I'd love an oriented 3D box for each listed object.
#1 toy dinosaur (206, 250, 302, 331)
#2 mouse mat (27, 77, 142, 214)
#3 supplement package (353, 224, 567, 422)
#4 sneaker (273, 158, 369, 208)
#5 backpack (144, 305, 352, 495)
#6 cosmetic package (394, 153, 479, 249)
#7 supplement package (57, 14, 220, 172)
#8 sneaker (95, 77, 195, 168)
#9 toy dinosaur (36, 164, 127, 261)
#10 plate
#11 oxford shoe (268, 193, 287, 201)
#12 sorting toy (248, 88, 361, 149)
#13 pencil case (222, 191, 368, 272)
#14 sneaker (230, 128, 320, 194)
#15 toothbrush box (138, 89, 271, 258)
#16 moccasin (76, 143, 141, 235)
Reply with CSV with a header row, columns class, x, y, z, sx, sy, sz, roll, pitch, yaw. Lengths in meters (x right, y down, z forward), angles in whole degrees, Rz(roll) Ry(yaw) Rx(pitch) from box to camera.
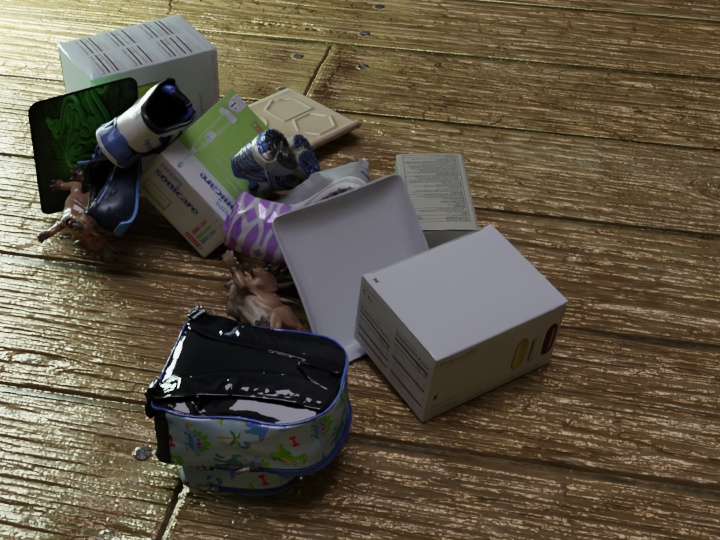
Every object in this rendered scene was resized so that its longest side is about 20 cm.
class,x,y,z,sx,sy,sz,roll,pitch,yaw
toy dinosaur,-0.115,0.056,1.471,0.135,0.086,0.201,13,36,-52
mouse mat,-0.386,-0.174,1.686,0.160,0.201,0.008,-21,49,-26
supplement package,0.118,0.059,1.427,0.199,0.112,0.156,-21,50,-26
sneaker,-0.061,-0.090,1.607,0.199,0.075,0.082,-17,37,33
backpack,-0.109,0.148,1.291,0.198,0.148,0.184,4,35,11
cosmetic package,0.102,-0.076,1.649,0.102,0.088,0.201,1,35,-2
supplement package,-0.329,-0.255,1.801,0.198,0.193,0.147,-20,40,-24
sneaker,-0.264,-0.209,1.605,0.115,0.081,0.200,-28,13,23
toy dinosaur,-0.362,-0.081,1.660,0.134,0.087,0.200,18,36,23
plate,0.000,0.000,1.499,0.198,0.202,0.032,-22,1,-26
oxford shoe,-0.050,-0.062,1.665,0.198,0.072,0.073,14,0,32
sorting toy,-0.126,-0.225,1.902,0.184,0.037,0.199,-30,41,-34
pencil case,-0.082,-0.036,1.553,0.198,0.085,0.085,23,-2,-6
sneaker,-0.116,-0.144,1.641,0.085,0.200,0.078,-24,74,18
toothbrush box,-0.200,-0.139,1.676,0.146,0.086,0.200,46,40,-10
moccasin,-0.338,-0.134,1.600,0.068,0.081,0.201,26,26,-31
